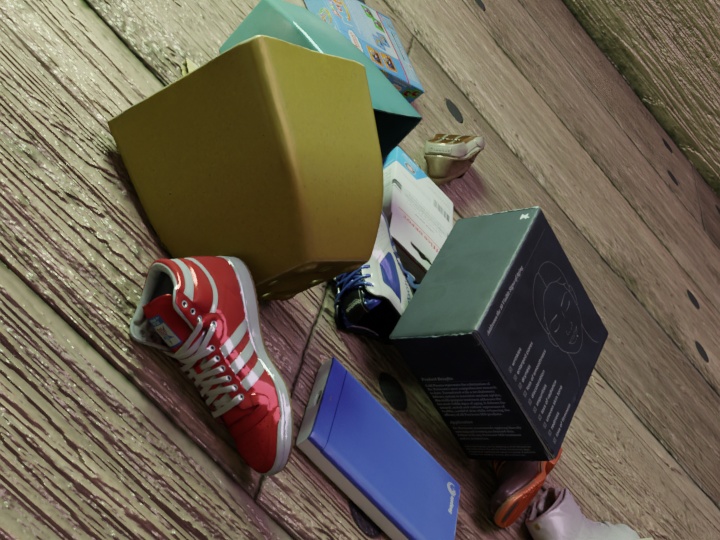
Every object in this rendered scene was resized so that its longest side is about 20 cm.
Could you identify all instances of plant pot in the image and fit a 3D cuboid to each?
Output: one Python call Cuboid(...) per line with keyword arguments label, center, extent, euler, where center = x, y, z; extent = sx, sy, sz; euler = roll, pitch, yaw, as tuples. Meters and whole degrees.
Cuboid(label="plant pot", center=(-0.089, -0.080, 1.147), extent=(0.195, 0.193, 0.202), euler=(-2, 72, -60))
Cuboid(label="plant pot", center=(-0.062, -0.205, 1.370), extent=(0.201, 0.141, 0.141), euler=(53, 24, 17))

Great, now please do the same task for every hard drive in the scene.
Cuboid(label="hard drive", center=(0.023, 0.194, 1.181), extent=(0.200, 0.025, 0.132), euler=(47, 27, -16))

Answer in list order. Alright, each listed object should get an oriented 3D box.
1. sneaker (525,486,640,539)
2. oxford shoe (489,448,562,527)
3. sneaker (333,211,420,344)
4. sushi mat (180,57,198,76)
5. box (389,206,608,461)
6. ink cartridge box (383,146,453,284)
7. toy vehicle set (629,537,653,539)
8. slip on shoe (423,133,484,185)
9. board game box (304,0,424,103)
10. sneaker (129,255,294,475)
Cuboid(label="sneaker", center=(0.263, 0.302, 1.409), extent=(0.199, 0.073, 0.117), euler=(-7, 67, -60))
Cuboid(label="oxford shoe", center=(0.171, 0.232, 1.363), extent=(0.073, 0.072, 0.200), euler=(37, 19, 10))
Cuboid(label="sneaker", center=(0.000, 0.001, 1.312), extent=(0.200, 0.080, 0.115), euler=(55, 23, -3))
Cuboid(label="sushi mat", center=(-0.126, -0.157, 1.361), extent=(0.199, 0.012, 0.096), euler=(35, 30, -37))
Cuboid(label="box", center=(0.161, 0.072, 1.333), extent=(0.198, 0.123, 0.201), euler=(58, 46, -29))
Cuboid(label="ink cartridge box", center=(0.055, -0.049, 1.478), extent=(0.116, 0.068, 0.201), euler=(43, 28, -22))
Cuboid(label="toy vehicle set", center=(0.248, 0.355, 1.266), extent=(0.197, 0.027, 0.125), euler=(0, 53, -25))
Cuboid(label="slip on shoe", center=(0.140, -0.169, 1.783), extent=(0.200, 0.075, 0.061), euler=(-39, 133, -72))
Cuboid(label="board game box", center=(0.003, -0.343, 1.778), extent=(0.199, 0.036, 0.153), euler=(17, 45, -53))
Cuboid(label="sneaker", center=(-0.128, 0.080, 1.012), extent=(0.112, 0.071, 0.202), euler=(5, 59, -49))
